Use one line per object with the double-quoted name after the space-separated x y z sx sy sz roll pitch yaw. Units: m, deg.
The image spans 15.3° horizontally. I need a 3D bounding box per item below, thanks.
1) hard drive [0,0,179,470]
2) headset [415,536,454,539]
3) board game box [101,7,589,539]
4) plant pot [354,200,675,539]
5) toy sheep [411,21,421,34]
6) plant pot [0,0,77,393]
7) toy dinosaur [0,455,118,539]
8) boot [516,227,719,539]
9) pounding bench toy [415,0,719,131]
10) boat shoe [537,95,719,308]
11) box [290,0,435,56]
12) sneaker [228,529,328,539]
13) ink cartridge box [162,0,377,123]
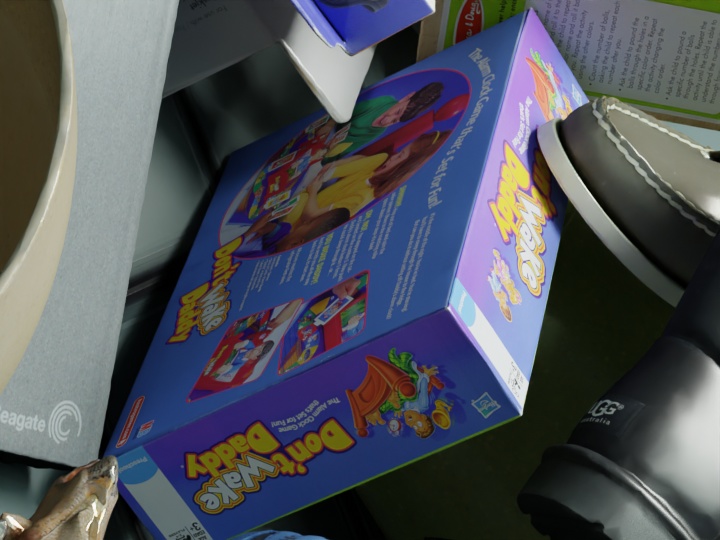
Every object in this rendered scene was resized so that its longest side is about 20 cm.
-0.117 -0.047 0.814 0.139 0.033 0.201 20 77 -53 "hard drive"
0.042 0.144 0.857 0.093 0.200 0.124 8 66 -19 "headset"
0.000 0.000 0.909 0.045 0.134 0.200 55 27 -22 "board game box"
0.085 0.080 0.993 0.184 0.200 0.200 50 35 -9 "plant pot"
0.078 -0.127 1.138 0.199 0.138 0.139 17 56 -26 "toy sheep"
-0.162 -0.005 0.664 0.135 0.199 0.201 86 3 -61 "plant pot"
-0.128 0.117 0.717 0.199 0.135 0.086 -20 87 -29 "toy dinosaur"
0.163 0.069 0.868 0.200 0.076 0.168 46 74 -19 "boot"
0.094 -0.133 1.023 0.201 0.123 0.156 97 4 -46 "pounding bench toy"
0.146 -0.009 0.939 0.201 0.060 0.072 33 31 -30 "boat shoe"
-0.021 -0.166 0.937 0.119 0.041 0.201 50 21 -33 "box"
-0.048 0.164 0.822 0.066 0.078 0.201 47 39 -35 "sneaker"
-0.073 -0.145 0.966 0.200 0.066 0.116 52 34 -26 "ink cartridge box"
